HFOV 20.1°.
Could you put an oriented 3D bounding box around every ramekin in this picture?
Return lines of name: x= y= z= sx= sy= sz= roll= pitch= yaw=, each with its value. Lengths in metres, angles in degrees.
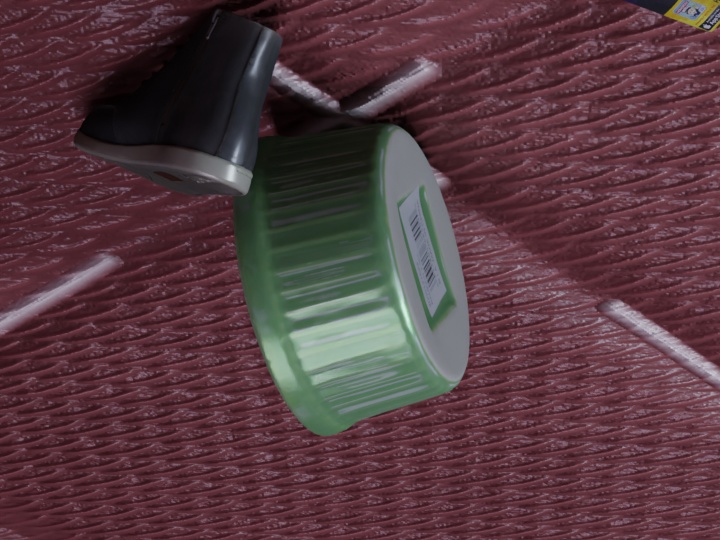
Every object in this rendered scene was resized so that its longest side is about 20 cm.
ramekin: x=0.000 y=0.000 z=1.323 sx=0.097 sy=0.201 sz=0.200 roll=-13 pitch=142 yaw=16

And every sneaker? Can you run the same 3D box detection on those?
sneaker: x=-0.111 y=-0.109 z=1.300 sx=0.075 sy=0.107 sz=0.200 roll=23 pitch=174 yaw=-33

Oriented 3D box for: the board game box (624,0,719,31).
board game box: x=0.147 y=-0.234 z=1.060 sx=0.199 sy=0.062 sz=0.200 roll=19 pitch=145 yaw=-14
